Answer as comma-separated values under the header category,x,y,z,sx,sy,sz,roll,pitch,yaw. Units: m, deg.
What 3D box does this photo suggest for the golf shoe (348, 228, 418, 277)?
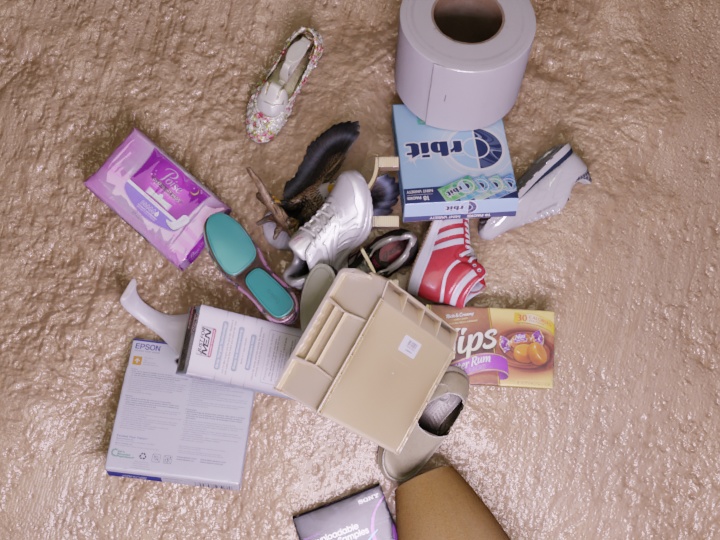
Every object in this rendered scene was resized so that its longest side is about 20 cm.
category,x,y,z,sx,sy,sz,roll,pitch,yaw
golf shoe,0.000,0.000,1.455,0.199,0.088,0.078,-38,87,-5

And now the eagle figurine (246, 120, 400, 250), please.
category,x,y,z,sx,sy,sz,roll,pitch,yaw
eagle figurine,-0.055,-0.116,1.465,0.199,0.150,0.154,-33,129,-35

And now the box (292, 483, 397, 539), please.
category,x,y,z,sx,sy,sz,roll,pitch,yaw
box,-0.003,0.432,1.421,0.141,0.036,0.203,-20,82,-5

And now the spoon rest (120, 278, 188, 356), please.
category,x,y,z,sx,sy,sz,roll,pitch,yaw
spoon rest,-0.263,0.084,1.447,0.198,0.061,0.100,30,60,-4

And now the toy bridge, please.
category,x,y,z,sx,sy,sz,roll,pitch,yaw
toy bridge,0.024,-0.070,1.409,0.066,0.027,0.203,-1,83,3

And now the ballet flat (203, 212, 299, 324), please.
category,x,y,z,sx,sy,sz,roll,pitch,yaw
ballet flat,-0.160,0.005,1.416,0.069,0.071,0.200,-39,76,-13

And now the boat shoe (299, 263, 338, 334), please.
category,x,y,z,sx,sy,sz,roll,pitch,yaw
boat shoe,-0.039,0.086,1.386,0.066,0.074,0.203,-11,104,-44

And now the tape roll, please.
category,x,y,z,sx,sy,sz,roll,pitch,yaw
tape roll,0.152,-0.331,1.450,0.199,0.140,0.205,1,61,-2

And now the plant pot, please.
category,x,y,z,sx,sy,sz,roll,pitch,yaw
plant pot,0.128,0.387,1.374,0.184,0.187,0.202,-20,70,-5

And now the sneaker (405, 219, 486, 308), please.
category,x,y,z,sx,sy,sz,roll,pitch,yaw
sneaker,0.153,-0.038,1.459,0.111,0.071,0.202,21,73,11

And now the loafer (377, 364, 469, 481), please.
category,x,y,z,sx,sy,sz,roll,pitch,yaw
loafer,0.089,0.228,1.411,0.075,0.068,0.201,29,104,-7

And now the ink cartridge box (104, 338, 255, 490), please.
category,x,y,z,sx,sy,sz,roll,pitch,yaw
ink cartridge box,-0.257,0.211,1.429,0.193,0.043,0.203,7,62,-1

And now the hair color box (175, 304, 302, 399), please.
category,x,y,z,sx,sy,sz,roll,pitch,yaw
hair color box,-0.157,0.122,1.406,0.198,0.060,0.101,16,78,-25

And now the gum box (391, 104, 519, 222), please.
category,x,y,z,sx,sy,sz,roll,pitch,yaw
gum box,0.138,-0.167,1.461,0.167,0.045,0.202,-2,55,-3

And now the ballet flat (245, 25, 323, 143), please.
category,x,y,z,sx,sy,sz,roll,pitch,yaw
ballet flat,-0.122,-0.294,1.502,0.075,0.064,0.202,26,83,1

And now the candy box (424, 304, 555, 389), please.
category,x,y,z,sx,sy,sz,roll,pitch,yaw
candy box,0.189,0.115,1.462,0.197,0.056,0.119,4,83,-3

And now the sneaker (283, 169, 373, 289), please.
category,x,y,z,sx,sy,sz,roll,pitch,yaw
sneaker,-0.051,-0.049,1.372,0.078,0.098,0.202,44,123,41

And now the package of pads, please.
category,x,y,z,sx,sy,sz,roll,pitch,yaw
package of pads,-0.303,-0.108,1.463,0.199,0.076,0.121,40,82,3

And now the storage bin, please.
category,x,y,z,sx,sy,sz,roll,pitch,yaw
storage bin,0.016,0.124,1.336,0.093,0.199,0.200,24,82,44

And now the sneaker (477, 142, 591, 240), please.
category,x,y,z,sx,sy,sz,roll,pitch,yaw
sneaker,0.267,-0.106,1.491,0.199,0.076,0.081,-41,103,-2
